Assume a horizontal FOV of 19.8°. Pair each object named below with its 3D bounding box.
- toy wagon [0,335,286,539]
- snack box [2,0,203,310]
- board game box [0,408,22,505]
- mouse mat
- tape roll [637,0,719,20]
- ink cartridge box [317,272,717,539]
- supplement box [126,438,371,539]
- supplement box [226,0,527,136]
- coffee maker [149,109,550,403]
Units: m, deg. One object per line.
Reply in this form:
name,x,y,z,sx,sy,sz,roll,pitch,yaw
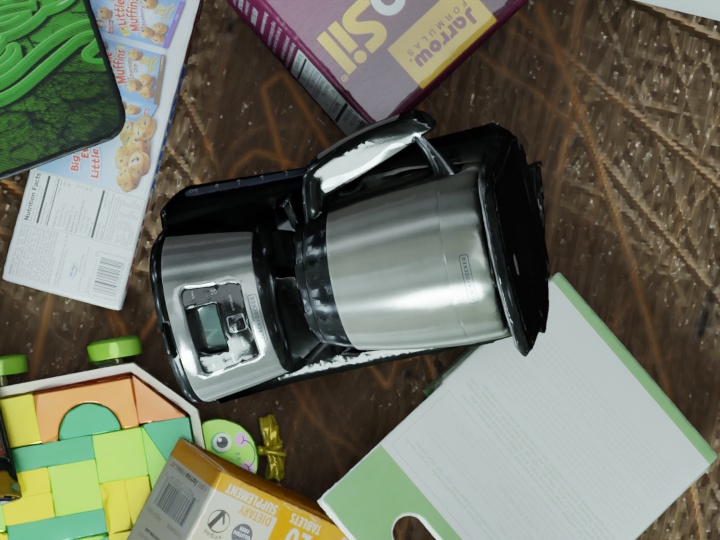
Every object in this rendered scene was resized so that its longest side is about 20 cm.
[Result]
toy wagon,-0.141,0.117,1.192,0.198,0.040,0.156,-10,89,-3
snack box,-0.149,-0.083,1.206,0.071,0.024,0.201,15,87,0
board game box,-0.306,0.074,1.153,0.199,0.057,0.166,-17,82,5
mouse mat,-0.247,-0.116,1.186,0.199,0.008,0.162,-20,72,-2
tape roll,0.226,-0.236,1.144,0.138,0.203,0.204,12,87,-3
ink cartridge box,0.087,0.120,1.180,0.200,0.048,0.146,-41,91,-16
supplement box,-0.085,0.213,1.151,0.126,0.073,0.201,28,88,-28
supplement box,-0.015,-0.187,1.178,0.131,0.103,0.200,-43,91,-5
coffee maker,0.000,0.000,1.155,0.199,0.192,0.136,-10,82,14
